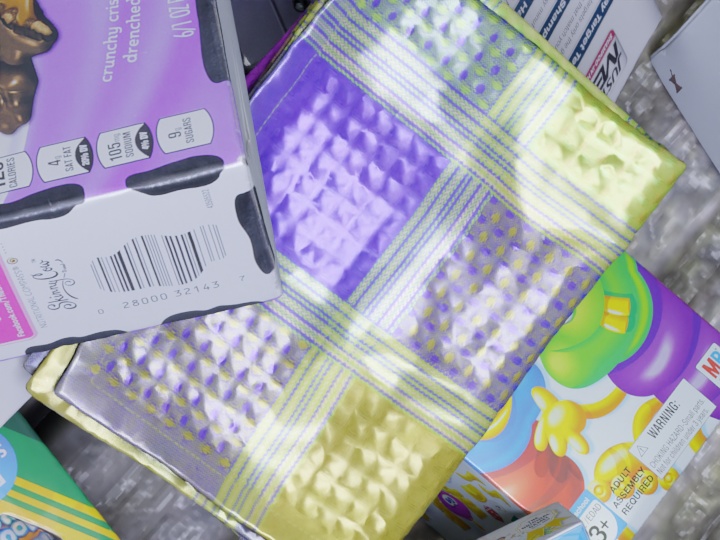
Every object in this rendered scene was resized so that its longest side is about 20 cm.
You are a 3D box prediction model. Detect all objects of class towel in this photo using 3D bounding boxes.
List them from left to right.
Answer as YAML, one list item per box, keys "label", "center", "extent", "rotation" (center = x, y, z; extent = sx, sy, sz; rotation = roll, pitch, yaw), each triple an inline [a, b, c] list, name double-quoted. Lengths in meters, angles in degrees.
- label: "towel"
  center: [0.000, 0.000, 0.770]
  extent: [0.143, 0.023, 0.200]
  rotation: [40, 89, -13]

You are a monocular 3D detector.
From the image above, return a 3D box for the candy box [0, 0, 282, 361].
- label: "candy box"
  center: [-0.137, -0.055, 0.711]
  extent: [0.199, 0.072, 0.168]
  rotation: [-13, 56, 1]

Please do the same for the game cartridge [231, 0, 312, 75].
- label: "game cartridge"
  center: [-0.105, -0.157, 0.918]
  extent: [0.129, 0.038, 0.201]
  rotation: [-20, 80, -20]

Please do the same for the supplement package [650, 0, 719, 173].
- label: "supplement package"
  center: [0.222, -0.073, 0.873]
  extent: [0.111, 0.200, 0.156]
  rotation: [-29, 83, -17]

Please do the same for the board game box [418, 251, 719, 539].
- label: "board game box"
  center: [0.029, 0.018, 0.860]
  extent: [0.200, 0.105, 0.103]
  rotation: [40, 72, 0]

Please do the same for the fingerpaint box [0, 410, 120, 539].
- label: "fingerpaint box"
  center: [-0.168, 0.152, 0.800]
  extent: [0.200, 0.073, 0.167]
  rotation: [-37, 85, -18]

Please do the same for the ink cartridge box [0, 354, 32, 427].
- label: "ink cartridge box"
  center: [-0.190, -0.021, 0.793]
  extent: [0.200, 0.084, 0.146]
  rotation: [33, 68, 27]

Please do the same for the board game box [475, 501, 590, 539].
- label: "board game box"
  center: [0.049, 0.198, 0.784]
  extent: [0.134, 0.034, 0.201]
  rotation: [-24, 100, -7]

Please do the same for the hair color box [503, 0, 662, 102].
- label: "hair color box"
  center: [0.038, -0.121, 0.855]
  extent: [0.060, 0.200, 0.100]
  rotation: [16, 67, 36]
